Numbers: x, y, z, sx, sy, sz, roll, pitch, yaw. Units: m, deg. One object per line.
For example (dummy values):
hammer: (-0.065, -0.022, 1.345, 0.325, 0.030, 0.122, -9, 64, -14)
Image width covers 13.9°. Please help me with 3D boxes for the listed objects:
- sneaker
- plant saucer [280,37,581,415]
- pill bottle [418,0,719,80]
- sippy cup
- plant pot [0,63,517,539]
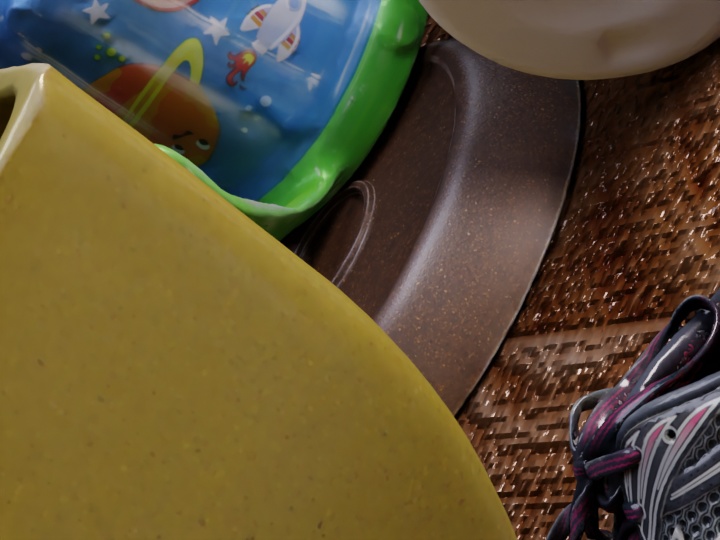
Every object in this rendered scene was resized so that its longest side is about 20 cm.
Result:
sneaker: (0.072, 0.062, 0.668, 0.201, 0.074, 0.081, -58, 20, 7)
plant saucer: (0.000, 0.000, 0.987, 0.200, 0.034, 0.201, -49, 21, 27)
pill bottle: (0.075, -0.165, 0.919, 0.113, 0.113, 0.201, -42, 27, 39)
sippy cup: (-0.066, -0.096, 1.007, 0.140, 0.130, 0.178, -61, 30, 5)
plant pot: (-0.074, 0.082, 0.804, 0.195, 0.199, 0.195, -64, 20, -11)
